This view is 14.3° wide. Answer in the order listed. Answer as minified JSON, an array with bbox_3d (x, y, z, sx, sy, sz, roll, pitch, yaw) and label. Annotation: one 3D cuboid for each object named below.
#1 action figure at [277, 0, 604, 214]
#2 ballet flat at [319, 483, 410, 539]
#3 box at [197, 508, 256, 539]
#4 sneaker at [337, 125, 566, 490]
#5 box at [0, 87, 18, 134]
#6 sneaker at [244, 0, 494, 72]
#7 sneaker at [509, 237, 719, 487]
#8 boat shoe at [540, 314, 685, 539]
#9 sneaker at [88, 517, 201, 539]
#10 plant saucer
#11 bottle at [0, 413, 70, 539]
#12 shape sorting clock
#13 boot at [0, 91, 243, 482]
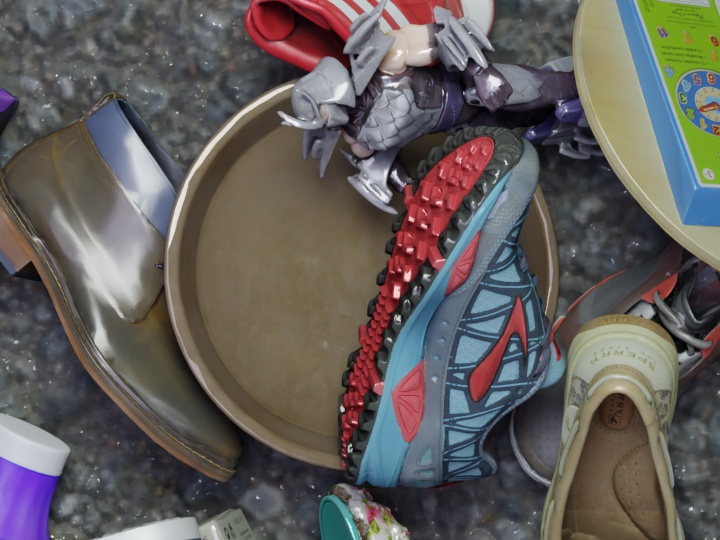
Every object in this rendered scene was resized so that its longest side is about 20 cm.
[{"bbox_3d":[0.053,-0.080,1.370,0.199,0.130,0.070,-3,69,-24],"label":"action figure"},{"bbox_3d":[0.028,0.200,1.444,0.064,0.076,0.201,-14,94,-23],"label":"ballet flat"},{"bbox_3d":[-0.058,0.228,1.446,0.082,0.068,0.201,-27,87,8],"label":"box"},{"bbox_3d":[0.056,0.019,1.361,0.095,0.079,0.201,10,125,-16],"label":"sneaker"},{"bbox_3d":[-0.275,-0.029,1.442,0.106,0.122,0.201,31,94,5],"label":"box"},{"bbox_3d":[-0.021,-0.181,1.402,0.201,0.115,0.078,57,138,4],"label":"sneaker"},{"bbox_3d":[0.146,0.026,1.408,0.077,0.082,0.200,42,96,5],"label":"sneaker"},{"bbox_3d":[0.120,0.120,1.389,0.073,0.063,0.201,1,120,10],"label":"boat shoe"},{"bbox_3d":[-0.167,0.181,1.387,0.199,0.078,0.080,-15,84,7],"label":"sneaker"},{"bbox_3d":[0.000,0.000,1.430,0.199,0.029,0.201,1,86,-10],"label":"plant saucer"},{"bbox_3d":[-0.210,0.172,1.466,0.083,0.065,0.201,26,94,4],"label":"bottle"},{"bbox_3d":[0.186,-0.075,1.367,0.200,0.200,0.039,45,135,4],"label":"shape sorting clock"},{"bbox_3d":[-0.105,0.007,1.445,0.097,0.075,0.200,-42,84,9],"label":"boot"}]
